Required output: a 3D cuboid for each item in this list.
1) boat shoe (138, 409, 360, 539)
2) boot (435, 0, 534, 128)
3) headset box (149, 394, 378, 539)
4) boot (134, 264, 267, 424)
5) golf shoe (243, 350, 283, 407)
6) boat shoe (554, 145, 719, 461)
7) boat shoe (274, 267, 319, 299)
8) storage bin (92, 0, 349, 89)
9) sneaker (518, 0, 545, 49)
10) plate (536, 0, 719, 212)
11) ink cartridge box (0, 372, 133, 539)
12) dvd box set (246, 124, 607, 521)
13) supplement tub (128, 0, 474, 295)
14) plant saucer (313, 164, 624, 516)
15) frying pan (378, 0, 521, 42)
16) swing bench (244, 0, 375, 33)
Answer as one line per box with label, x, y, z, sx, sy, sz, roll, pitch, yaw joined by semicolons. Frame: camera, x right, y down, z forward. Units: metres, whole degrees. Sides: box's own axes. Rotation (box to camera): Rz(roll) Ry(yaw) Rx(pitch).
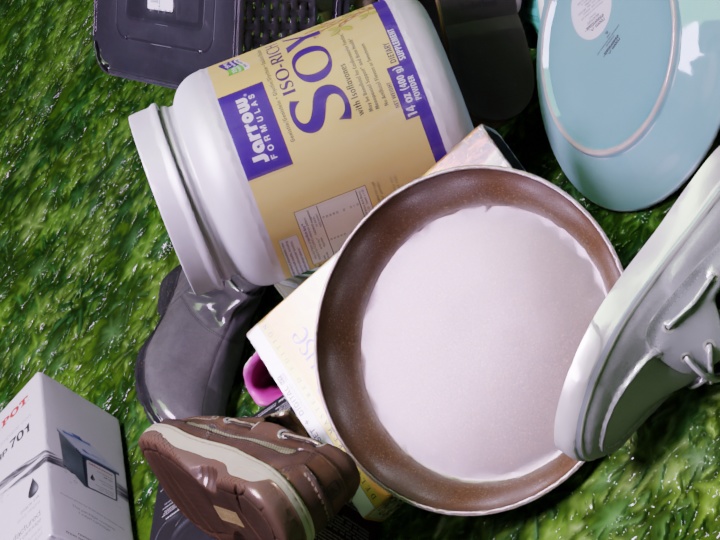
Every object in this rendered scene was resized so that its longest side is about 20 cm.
boat shoe;-0.061;0.118;1.472;0.075;0.075;0.202;-35;23;-20
boot;0.073;-0.190;1.625;0.075;0.073;0.201;121;146;-81
headset box;-0.064;0.191;1.534;0.149;0.077;0.201;-36;34;34
boot;-0.093;0.027;1.765;0.132;0.070;0.201;-42;32;30
golf shoe;0.004;0.039;1.562;0.091;0.076;0.200;-26;-6;-45
boat shoe;0.180;0.024;1.334;0.068;0.072;0.200;33;83;30
boat shoe;0.000;0.000;1.651;0.199;0.062;0.072;-11;51;53
storage bin;-0.099;-0.197;1.731;0.200;0.093;0.136;16;107;53
sneaker;0.126;-0.188;1.644;0.080;0.077;0.200;-57;23;26
plate;0.156;-0.136;1.491;0.200;0.025;0.202;-5;84;59
ink cartridge box;-0.242;0.195;1.813;0.147;0.086;0.200;-47;30;18
dvd box set;0.042;0.031;1.484;0.200;0.029;0.147;-41;65;16
supplement tub;-0.033;-0.077;1.580;0.199;0.146;0.146;-21;31;-1
plant saucer;0.068;0.041;1.432;0.199;0.032;0.202;-4;81;26
frying pan;0.041;-0.156;1.684;0.190;0.115;0.031;-49;6;-20
swing bench;-0.015;-0.267;1.806;0.198;0.129;0.201;-10;84;54
